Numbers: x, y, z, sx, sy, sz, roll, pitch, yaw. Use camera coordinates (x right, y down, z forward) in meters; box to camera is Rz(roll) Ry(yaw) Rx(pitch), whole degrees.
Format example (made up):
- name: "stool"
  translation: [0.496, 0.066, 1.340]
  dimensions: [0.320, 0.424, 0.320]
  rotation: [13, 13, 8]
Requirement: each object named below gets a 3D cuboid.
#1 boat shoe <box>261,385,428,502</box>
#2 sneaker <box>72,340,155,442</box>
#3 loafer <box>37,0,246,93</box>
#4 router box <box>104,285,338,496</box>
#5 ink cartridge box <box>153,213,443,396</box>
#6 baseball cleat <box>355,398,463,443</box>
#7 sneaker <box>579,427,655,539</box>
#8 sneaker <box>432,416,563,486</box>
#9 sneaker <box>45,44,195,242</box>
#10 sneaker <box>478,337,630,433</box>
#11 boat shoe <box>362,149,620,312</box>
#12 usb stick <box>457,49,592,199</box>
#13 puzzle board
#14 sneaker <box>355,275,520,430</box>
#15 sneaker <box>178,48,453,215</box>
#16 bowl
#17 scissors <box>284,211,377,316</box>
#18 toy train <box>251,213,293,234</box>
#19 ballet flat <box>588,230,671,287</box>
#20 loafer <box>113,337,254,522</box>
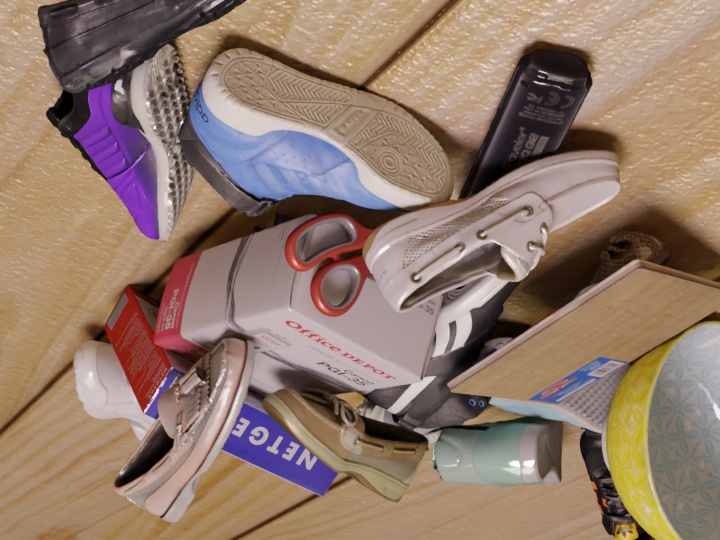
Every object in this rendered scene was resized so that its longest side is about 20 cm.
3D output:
- name: "boat shoe"
  translation: [-0.009, 0.134, 1.121]
  dimensions: [0.073, 0.063, 0.200]
  rotation: [35, 177, 44]
- name: "sneaker"
  translation: [-0.210, 0.117, 1.348]
  dimensions: [0.098, 0.079, 0.200]
  rotation: [-14, 151, 22]
- name: "loafer"
  translation: [-0.125, -0.182, 0.845]
  dimensions: [0.199, 0.068, 0.071]
  rotation: [-24, 97, 25]
- name: "router box"
  translation: [-0.123, 0.108, 1.217]
  dimensions: [0.199, 0.180, 0.049]
  rotation: [30, 98, -30]
- name: "ink cartridge box"
  translation: [-0.053, 0.037, 1.087]
  dimensions: [0.146, 0.084, 0.199]
  rotation: [30, 153, -31]
- name: "baseball cleat"
  translation: [0.065, 0.115, 1.282]
  dimensions: [0.105, 0.071, 0.200]
  rotation: [11, 158, -16]
- name: "sneaker"
  translation: [0.274, 0.231, 1.376]
  dimensions: [0.069, 0.091, 0.201]
  rotation: [-6, 145, 23]
- name: "sneaker"
  translation: [0.133, 0.170, 1.297]
  dimensions: [0.116, 0.075, 0.200]
  rotation: [-1, 173, 18]
- name: "sneaker"
  translation: [-0.180, -0.103, 0.994]
  dimensions: [0.098, 0.070, 0.201]
  rotation: [12, 145, 8]
- name: "sneaker"
  translation: [0.179, 0.105, 1.237]
  dimensions: [0.198, 0.075, 0.082]
  rotation: [20, 168, -17]
- name: "boat shoe"
  translation: [0.103, -0.022, 0.955]
  dimensions: [0.198, 0.070, 0.071]
  rotation: [-23, 152, -3]
- name: "usb stick"
  translation: [0.114, -0.087, 0.969]
  dimensions: [0.055, 0.033, 0.201]
  rotation: [13, 148, -4]
- name: "puzzle board"
  translation: [0.185, 0.052, 1.072]
  dimensions: [0.149, 0.018, 0.199]
  rotation: [11, 142, -45]
- name: "sneaker"
  translation: [0.091, 0.057, 1.122]
  dimensions: [0.111, 0.074, 0.200]
  rotation: [37, 118, -24]
- name: "sneaker"
  translation: [-0.037, -0.079, 0.976]
  dimensions: [0.198, 0.078, 0.111]
  rotation: [20, 146, -18]
- name: "bowl"
  translation: [0.276, 0.150, 1.167]
  dimensions: [0.199, 0.203, 0.107]
  rotation: [29, 157, -30]
- name: "scissors"
  translation: [0.026, -0.028, 1.020]
  dimensions: [0.014, 0.199, 0.074]
  rotation: [-18, 97, 55]
- name: "toy train"
  translation: [0.000, 0.000, 1.134]
  dimensions: [0.198, 0.035, 0.046]
  rotation: [22, 144, -20]
- name: "ballet flat"
  translation: [0.200, 0.025, 1.114]
  dimensions: [0.046, 0.067, 0.201]
  rotation: [46, 153, 15]
- name: "loafer"
  translation: [-0.144, 0.128, 1.068]
  dimensions: [0.062, 0.072, 0.201]
  rotation: [18, 127, -14]
